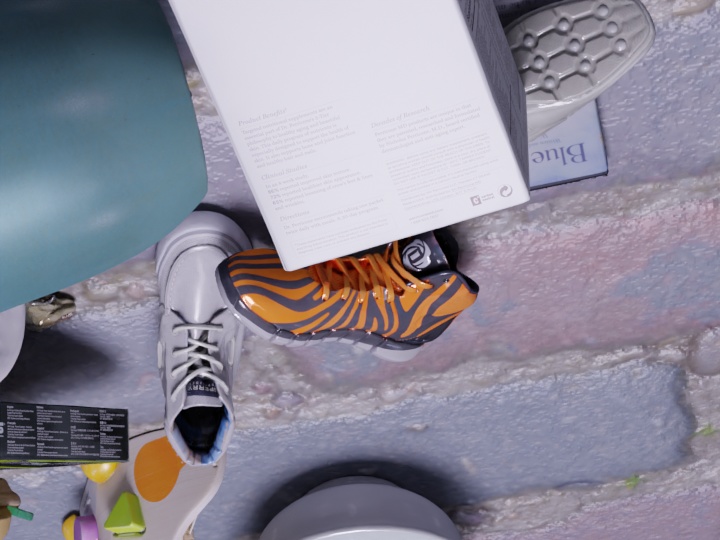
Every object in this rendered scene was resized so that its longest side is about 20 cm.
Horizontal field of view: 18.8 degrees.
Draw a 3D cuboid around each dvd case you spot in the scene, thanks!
[{"bbox_3d":[0.081,-0.118,1.434,0.143,0.018,0.200,-12,140,6],"label":"dvd case"}]

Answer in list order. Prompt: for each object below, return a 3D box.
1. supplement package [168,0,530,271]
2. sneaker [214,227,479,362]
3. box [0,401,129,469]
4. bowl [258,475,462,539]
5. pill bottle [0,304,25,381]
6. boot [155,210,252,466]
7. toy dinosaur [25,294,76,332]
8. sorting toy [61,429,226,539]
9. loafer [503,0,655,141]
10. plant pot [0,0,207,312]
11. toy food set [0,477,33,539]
[{"bbox_3d":[-0.004,-0.136,1.255,0.152,0.151,0.200,-16,118,12],"label":"supplement package"},{"bbox_3d":[0.000,0.000,1.513,0.200,0.078,0.112,9,142,-43],"label":"sneaker"},{"bbox_3d":[-0.297,0.118,1.542,0.193,0.048,0.200,-7,171,27],"label":"box"},{"bbox_3d":[-0.003,0.231,1.779,0.201,0.090,0.201,-4,140,-3],"label":"bowl"},{"bbox_3d":[-0.335,0.030,1.456,0.200,0.116,0.116,-4,143,26],"label":"pill bottle"},{"bbox_3d":[-0.109,0.054,1.553,0.074,0.096,0.200,-3,140,-4],"label":"boot"},{"bbox_3d":[-0.247,-0.015,1.496,0.088,0.047,0.200,-21,135,27],"label":"toy dinosaur"},{"bbox_3d":[-0.174,0.246,1.707,0.107,0.180,0.200,6,138,-14],"label":"sorting toy"},{"bbox_3d":[0.097,-0.115,1.386,0.200,0.070,0.070,-26,171,16],"label":"loafer"},{"bbox_3d":[-0.184,-0.084,1.313,0.161,0.201,0.201,-15,141,-9],"label":"plant pot"},{"bbox_3d":[-0.349,0.176,1.637,0.200,0.049,0.198,2,175,2],"label":"toy food set"}]
